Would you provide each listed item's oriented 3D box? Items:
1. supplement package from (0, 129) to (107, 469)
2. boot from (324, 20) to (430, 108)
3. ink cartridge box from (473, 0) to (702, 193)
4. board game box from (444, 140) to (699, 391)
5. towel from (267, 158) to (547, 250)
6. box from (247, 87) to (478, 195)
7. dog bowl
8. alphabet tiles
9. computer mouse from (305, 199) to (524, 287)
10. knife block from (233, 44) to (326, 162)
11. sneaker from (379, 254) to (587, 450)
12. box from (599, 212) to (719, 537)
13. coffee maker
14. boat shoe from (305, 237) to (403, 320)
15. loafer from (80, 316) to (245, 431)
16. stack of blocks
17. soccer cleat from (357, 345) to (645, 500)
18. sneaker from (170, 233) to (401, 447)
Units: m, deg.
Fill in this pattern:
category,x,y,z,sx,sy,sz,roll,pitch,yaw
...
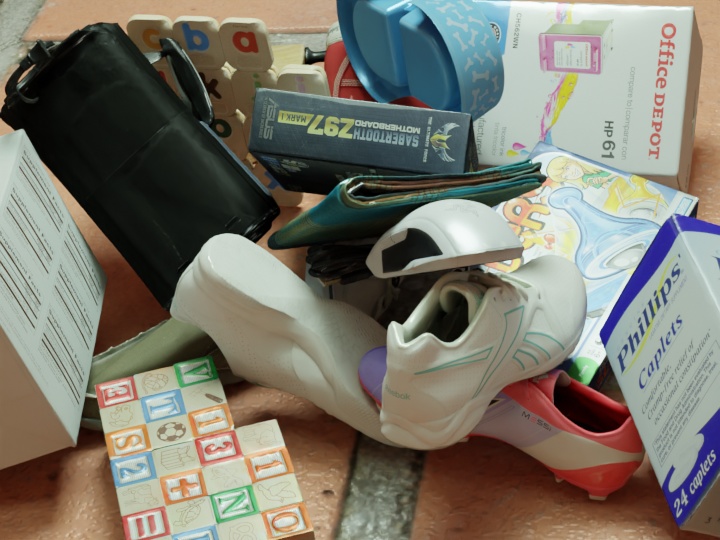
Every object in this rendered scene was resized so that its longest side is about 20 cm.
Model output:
category,x,y,z,sx,sy,sz,roll,pitch,yaw
supplement package,-0.301,0.035,1.197,0.189,0.148,0.201,-18,33,11
boot,0.056,-0.123,1.481,0.198,0.072,0.146,12,72,-22
ink cartridge box,0.175,-0.141,1.401,0.198,0.085,0.146,4,79,15
board game box,0.145,0.000,1.236,0.134,0.035,0.201,21,53,21
towel,0.025,-0.044,1.182,0.145,0.022,0.200,-7,-5,-18
box,0.008,-0.086,1.276,0.156,0.052,0.200,7,-4,5
dog bowl,0.048,-0.178,1.352,0.049,0.113,0.200,-22,31,-19
alphabet tiles,-0.116,-0.130,1.398,0.198,0.197,0.015,5,47,17
computer mouse,0.043,-0.020,1.118,0.109,0.044,0.200,-7,-1,-25
knife block,-0.079,-0.168,1.563,0.175,0.065,0.199,-30,40,-31
sneaker,0.084,0.033,1.080,0.070,0.081,0.200,17,37,33
box,0.270,0.076,1.055,0.182,0.106,0.201,15,30,-18
coffee maker,-0.170,-0.073,1.280,0.135,0.200,0.192,-43,-1,23
boat shoe,0.000,0.000,1.295,0.066,0.074,0.201,-4,34,9
loafer,-0.130,0.053,1.245,0.198,0.070,0.075,-22,37,-21
stack of blocks,-0.103,0.142,1.122,0.114,0.059,0.201,-13,35,-9
soccer cleat,0.095,0.083,1.124,0.198,0.077,0.067,23,39,12
sneaker,-0.044,0.062,1.188,0.199,0.089,0.075,39,38,-4
